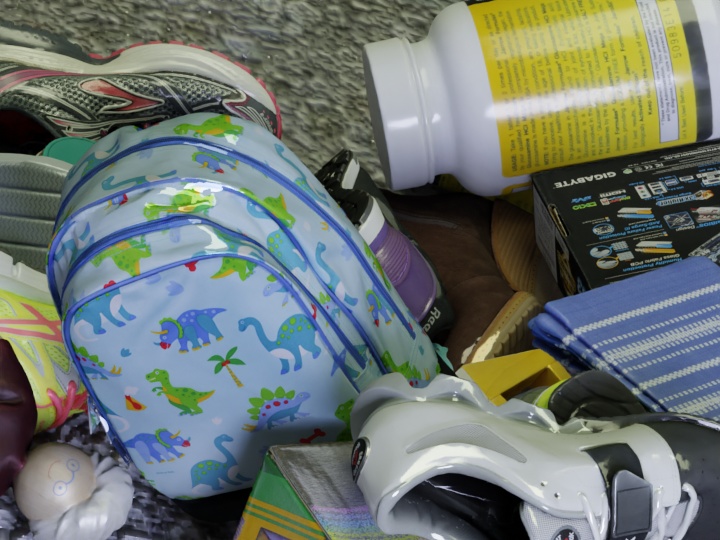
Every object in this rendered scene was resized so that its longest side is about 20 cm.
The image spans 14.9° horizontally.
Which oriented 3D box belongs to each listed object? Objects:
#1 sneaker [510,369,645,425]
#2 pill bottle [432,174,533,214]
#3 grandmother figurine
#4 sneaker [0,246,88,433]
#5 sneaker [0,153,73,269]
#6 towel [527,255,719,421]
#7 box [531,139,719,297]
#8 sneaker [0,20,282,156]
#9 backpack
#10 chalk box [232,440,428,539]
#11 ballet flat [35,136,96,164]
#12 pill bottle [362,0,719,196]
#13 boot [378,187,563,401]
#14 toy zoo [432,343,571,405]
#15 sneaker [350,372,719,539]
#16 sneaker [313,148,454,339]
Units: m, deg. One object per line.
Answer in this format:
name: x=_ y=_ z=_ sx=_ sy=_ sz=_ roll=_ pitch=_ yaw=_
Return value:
sneaker: x=0.116 y=0.140 z=1.285 sx=0.074 sy=0.201 sz=0.081 roll=-21 pitch=10 yaw=-24
pill bottle: x=0.137 y=-0.077 z=1.672 sx=0.200 sy=0.115 sz=0.114 roll=21 pitch=31 yaw=2
grandmother figurine: x=-0.198 y=0.072 z=1.276 sx=0.200 sy=0.122 sz=0.061 roll=29 pitch=-10 yaw=-8
sneaker: x=-0.153 y=0.050 z=1.365 sx=0.199 sy=0.078 sz=0.091 roll=13 pitch=57 yaw=-21
sneaker: x=-0.193 y=-0.033 z=1.432 sx=0.199 sy=0.073 sz=0.071 roll=15 pitch=8 yaw=9
towel: x=0.189 y=0.066 z=1.300 sx=0.145 sy=0.024 sz=0.200 roll=-16 pitch=48 yaw=-46
box: x=0.210 y=-0.004 z=1.466 sx=0.199 sy=0.050 sz=0.199 roll=-11 pitch=34 yaw=-7
sneaker: x=-0.144 y=-0.083 z=1.568 sx=0.199 sy=0.081 sz=0.075 roll=5 pitch=48 yaw=-9
backpack: x=-0.063 y=0.022 z=1.278 sx=0.163 sy=0.200 sz=0.154 roll=-14 pitch=23 yaw=20
chalk box: x=0.034 y=0.182 z=1.203 sx=0.124 sy=0.124 sz=0.200 roll=-1 pitch=38 yaw=-32
ballet flat: x=-0.107 y=0.002 z=1.460 sx=0.200 sy=0.070 sz=0.069 roll=35 pitch=34 yaw=31
pill bottle: x=0.106 y=-0.105 z=1.562 sx=0.199 sy=0.113 sz=0.113 roll=-11 pitch=36 yaw=-4
boot: x=0.023 y=0.014 z=1.536 sx=0.166 sy=0.073 sz=0.200 roll=14 pitch=31 yaw=14
toy zoo: x=0.098 y=0.114 z=1.382 sx=0.200 sy=0.020 sz=0.131 roll=51 pitch=38 yaw=12
sneaker: x=0.093 y=0.105 z=1.174 sx=0.199 sy=0.074 sz=0.089 roll=8 pitch=32 yaw=-5
sneaker: x=0.000 y=0.000 z=1.458 sx=0.088 sy=0.076 sz=0.200 roll=45 pitch=6 yaw=-14
